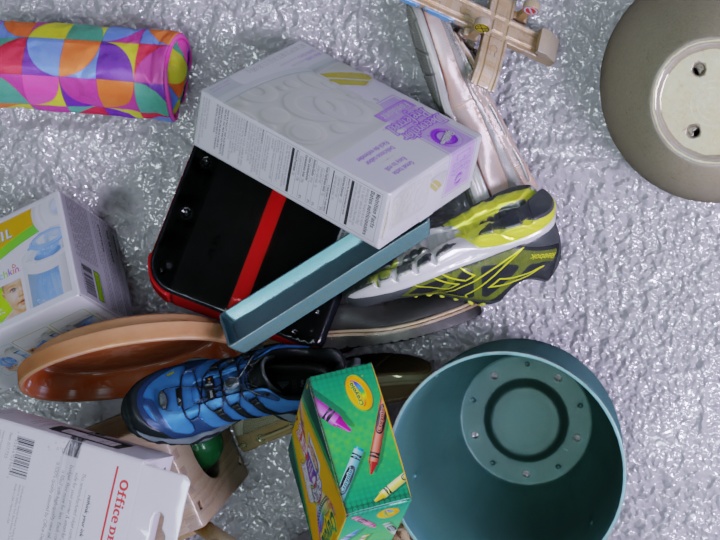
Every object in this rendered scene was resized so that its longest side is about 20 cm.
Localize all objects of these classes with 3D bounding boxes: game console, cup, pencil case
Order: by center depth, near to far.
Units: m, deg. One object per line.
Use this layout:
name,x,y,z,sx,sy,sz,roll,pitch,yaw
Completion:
cup,0.289,-0.145,1.536,0.198,0.143,0.203,2,101,12
game console,-0.082,-0.047,1.654,0.175,0.031,0.202,19,81,7
pencil case,-0.250,-0.179,1.677,0.198,0.088,0.089,6,102,13

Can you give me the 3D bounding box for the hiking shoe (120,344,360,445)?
hiking shoe,-0.104,0.094,1.589,0.198,0.087,0.075,-9,67,-17

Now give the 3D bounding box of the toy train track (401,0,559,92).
toy train track,0.083,-0.224,1.569,0.198,0.032,0.116,21,67,-18

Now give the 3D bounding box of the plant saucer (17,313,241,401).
plant saucer,-0.205,0.076,1.661,0.198,0.200,0.033,-15,73,14

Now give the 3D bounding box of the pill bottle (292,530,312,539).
pill bottle,-0.002,0.333,1.703,0.119,0.120,0.201,-25,94,15

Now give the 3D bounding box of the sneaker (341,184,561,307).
sneaker,0.082,0.001,1.604,0.198,0.075,0.085,-19,123,10

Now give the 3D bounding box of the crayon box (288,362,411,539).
crayon box,-0.012,0.170,1.573,0.058,0.200,0.120,-13,69,-12

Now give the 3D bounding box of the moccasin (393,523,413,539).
moccasin,0.053,0.224,1.699,0.078,0.074,0.202,-42,81,24

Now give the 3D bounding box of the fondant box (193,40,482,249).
fondant box,-0.019,-0.110,1.576,0.199,0.144,0.059,30,128,22

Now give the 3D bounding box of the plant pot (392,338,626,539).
plant pot,0.135,0.150,1.616,0.198,0.161,0.203,2,101,12

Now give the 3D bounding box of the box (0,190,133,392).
box,-0.319,0.030,1.698,0.199,0.101,0.113,-25,62,15

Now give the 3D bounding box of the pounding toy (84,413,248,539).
pounding toy,-0.182,0.202,1.681,0.198,0.184,0.143,-22,96,15

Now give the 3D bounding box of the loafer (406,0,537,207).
loafer,0.096,-0.148,1.622,0.062,0.072,0.202,-20,103,-3

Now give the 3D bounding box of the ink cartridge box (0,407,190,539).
ink cartridge box,-0.232,0.198,1.579,0.198,0.068,0.117,14,94,16

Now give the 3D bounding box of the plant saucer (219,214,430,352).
plant saucer,-0.029,0.004,1.589,0.199,0.070,0.019,-33,114,3

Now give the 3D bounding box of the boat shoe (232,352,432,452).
boat shoe,-0.026,0.120,1.691,0.199,0.073,0.064,-11,100,17

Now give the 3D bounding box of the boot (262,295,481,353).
boot,0.000,0.000,1.667,0.198,0.077,0.140,-11,87,5
